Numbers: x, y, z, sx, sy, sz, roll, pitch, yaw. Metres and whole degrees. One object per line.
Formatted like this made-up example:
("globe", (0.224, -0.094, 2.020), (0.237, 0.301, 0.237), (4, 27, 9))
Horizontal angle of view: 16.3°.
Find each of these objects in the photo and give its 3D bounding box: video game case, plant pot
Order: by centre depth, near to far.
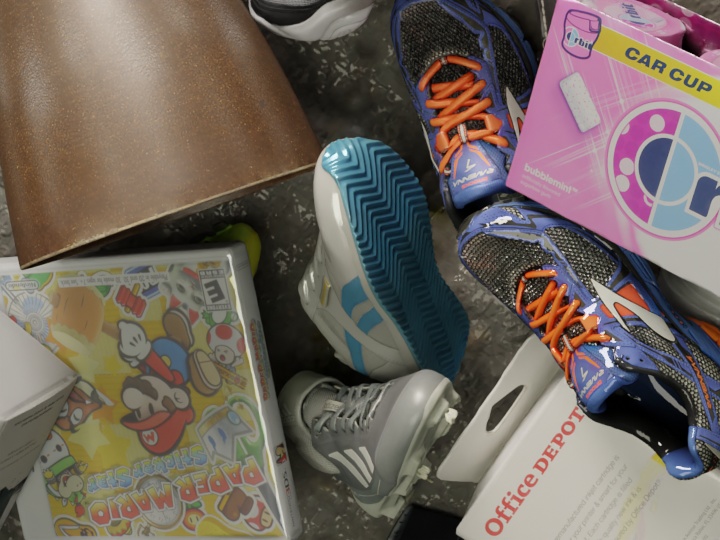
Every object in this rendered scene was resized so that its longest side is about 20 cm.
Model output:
("plant pot", (-0.138, -0.125, 1.430), (0.186, 0.187, 0.201), (-19, 91, 21))
("video game case", (-0.139, 0.077, 1.513), (0.199, 0.023, 0.183), (-4, 104, 30))

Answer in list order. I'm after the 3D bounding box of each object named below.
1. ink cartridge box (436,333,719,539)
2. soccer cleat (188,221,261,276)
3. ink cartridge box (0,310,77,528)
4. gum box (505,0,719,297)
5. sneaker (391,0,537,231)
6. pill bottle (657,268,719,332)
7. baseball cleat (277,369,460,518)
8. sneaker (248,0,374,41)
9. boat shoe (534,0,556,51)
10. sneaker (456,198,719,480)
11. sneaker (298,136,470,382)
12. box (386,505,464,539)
("ink cartridge box", (0.159, 0.121, 1.467), (0.200, 0.125, 0.129), (34, 115, 0))
("soccer cleat", (-0.107, 0.051, 1.544), (0.084, 0.065, 0.200), (36, 119, -5))
("ink cartridge box", (-0.284, 0.106, 1.543), (0.146, 0.086, 0.200), (38, 123, 13))
("gum box", (0.184, -0.059, 1.308), (0.199, 0.066, 0.114), (29, 119, 28))
("sneaker", (0.072, -0.072, 1.429), (0.075, 0.078, 0.201), (-21, 105, 21))
("pill bottle", (0.232, -0.049, 1.388), (0.109, 0.110, 0.201), (19, 115, 6))
("baseball cleat", (-0.002, 0.092, 1.478), (0.106, 0.070, 0.200), (33, 157, 6))
("sneaker", (-0.018, -0.195, 1.371), (0.114, 0.076, 0.200), (32, 149, -32))
("boat shoe", (0.139, -0.104, 1.414), (0.072, 0.065, 0.201), (-7, 109, 19))
("sneaker", (0.133, 0.036, 1.358), (0.200, 0.078, 0.075), (37, 133, 2))
("sneaker", (0.000, 0.000, 1.451), (0.080, 0.077, 0.200), (11, 144, 26))
("box", (0.097, 0.254, 1.548), (0.199, 0.104, 0.149), (14, 115, 8))
